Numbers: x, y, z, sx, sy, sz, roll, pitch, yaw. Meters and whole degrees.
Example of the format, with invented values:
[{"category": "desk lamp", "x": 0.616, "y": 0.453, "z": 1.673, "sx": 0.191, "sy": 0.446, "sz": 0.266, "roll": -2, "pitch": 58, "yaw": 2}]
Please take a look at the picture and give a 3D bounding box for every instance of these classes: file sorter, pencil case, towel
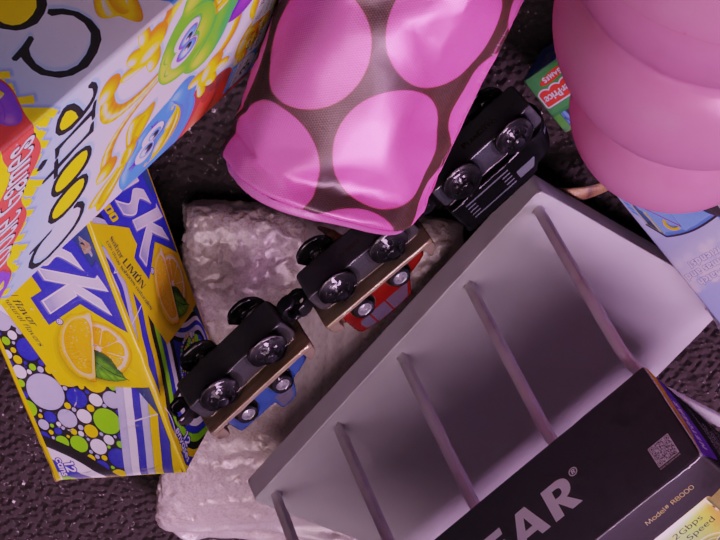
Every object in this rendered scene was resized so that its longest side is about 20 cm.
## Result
[{"category": "file sorter", "x": 0.077, "y": 0.090, "z": 0.869, "sx": 0.138, "sy": 0.125, "sz": 0.200, "roll": 25, "pitch": 116, "yaw": -38}, {"category": "pencil case", "x": 0.024, "y": -0.111, "z": 0.751, "sx": 0.093, "sy": 0.091, "sz": 0.201, "roll": 16, "pitch": 111, "yaw": -32}, {"category": "towel", "x": -0.028, "y": 0.056, "z": 0.930, "sx": 0.131, "sy": 0.035, "sz": 0.201, "roll": 4, "pitch": 126, "yaw": -5}]

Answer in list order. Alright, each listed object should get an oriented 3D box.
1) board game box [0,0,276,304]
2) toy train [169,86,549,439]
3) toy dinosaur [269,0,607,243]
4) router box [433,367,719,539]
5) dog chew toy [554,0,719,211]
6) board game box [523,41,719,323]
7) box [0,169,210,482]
[{"category": "board game box", "x": -0.121, "y": -0.083, "z": 0.699, "sx": 0.105, "sy": 0.200, "sz": 0.103, "roll": 34, "pitch": 139, "yaw": 8}, {"category": "toy train", "x": 0.000, "y": 0.000, "z": 0.820, "sx": 0.200, "sy": 0.034, "sz": 0.046, "roll": -41, "pitch": 140, "yaw": 7}, {"category": "toy dinosaur", "x": 0.025, "y": -0.049, "z": 0.840, "sx": 0.199, "sy": 0.061, "sz": 0.106, "roll": 32, "pitch": 118, "yaw": -22}, {"category": "router box", "x": 0.089, "y": 0.149, "z": 0.800, "sx": 0.200, "sy": 0.052, "sz": 0.157, "roll": -41, "pitch": 134, "yaw": 13}, {"category": "dog chew toy", "x": 0.123, "y": -0.094, "z": 0.691, "sx": 0.123, "sy": 0.125, "sz": 0.201, "roll": 3, "pitch": 146, "yaw": -3}, {"category": "board game box", "x": 0.186, "y": -0.045, "z": 0.805, "sx": 0.151, "sy": 0.037, "sz": 0.200, "roll": -32, "pitch": 105, "yaw": 38}, {"category": "box", "x": -0.125, "y": -0.008, "z": 0.843, "sx": 0.070, "sy": 0.064, "sz": 0.201, "roll": -6, "pitch": 121, "yaw": 20}]
